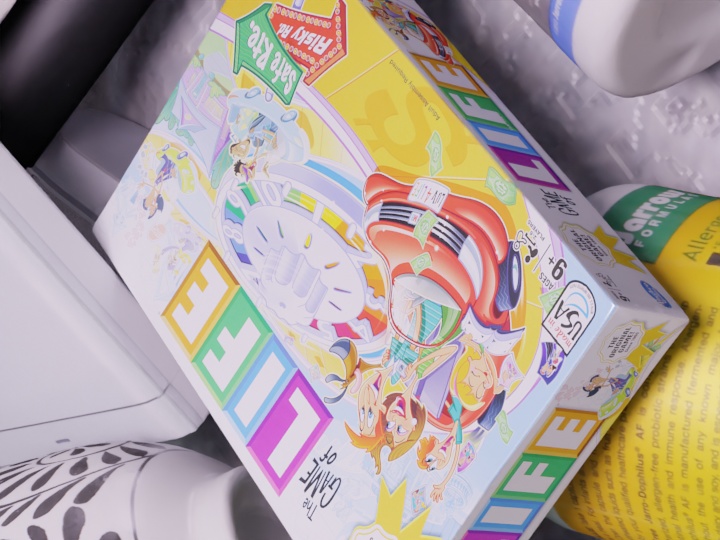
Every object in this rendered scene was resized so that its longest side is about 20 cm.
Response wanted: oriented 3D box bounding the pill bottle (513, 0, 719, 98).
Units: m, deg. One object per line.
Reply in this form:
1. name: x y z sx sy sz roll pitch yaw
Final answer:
1. pill bottle: 0.054 -0.161 0.767 0.200 0.114 0.114 49 116 23

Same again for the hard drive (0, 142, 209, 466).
1. hard drive: -0.154 -0.012 0.830 0.131 0.027 0.200 -12 125 46

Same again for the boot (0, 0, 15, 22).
1. boot: -0.145 -0.156 0.847 0.201 0.073 0.090 -60 32 5

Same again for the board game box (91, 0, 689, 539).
1. board game box: 0.000 0.000 0.743 0.135 0.034 0.200 -57 48 23

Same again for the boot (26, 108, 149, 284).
1. boot: -0.061 0.027 0.887 0.200 0.073 0.096 39 119 35

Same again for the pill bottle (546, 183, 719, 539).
1. pill bottle: 0.112 0.035 0.737 0.199 0.112 0.114 13 99 34

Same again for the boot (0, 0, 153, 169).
1. boot: -0.088 -0.100 0.864 0.163 0.073 0.198 -49 58 2

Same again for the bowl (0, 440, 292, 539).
1. bowl: -0.048 0.127 0.796 0.094 0.200 0.201 -37 72 20
